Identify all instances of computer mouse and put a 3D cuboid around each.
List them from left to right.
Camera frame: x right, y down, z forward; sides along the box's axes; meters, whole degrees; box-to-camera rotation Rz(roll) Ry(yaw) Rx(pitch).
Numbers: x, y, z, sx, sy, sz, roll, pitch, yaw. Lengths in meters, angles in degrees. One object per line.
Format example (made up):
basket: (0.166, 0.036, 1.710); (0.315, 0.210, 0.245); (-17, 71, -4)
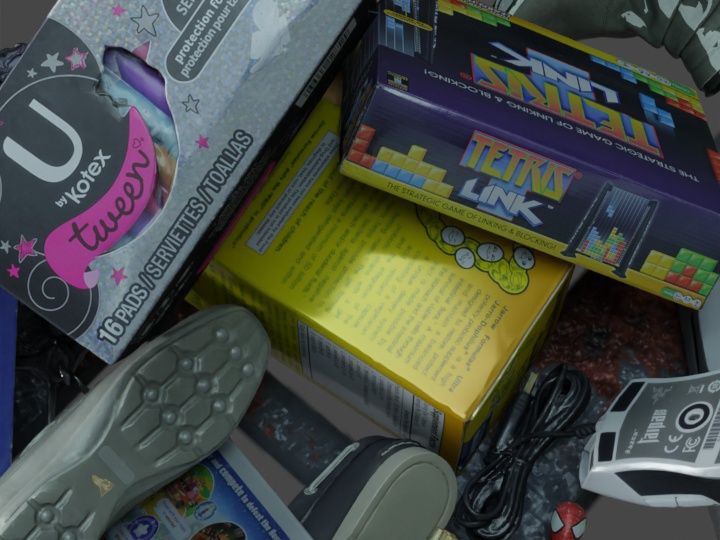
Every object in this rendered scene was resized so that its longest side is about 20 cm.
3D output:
computer mouse: (0.146, 0.090, 0.876); (0.199, 0.044, 0.110); (-7, 40, 43)

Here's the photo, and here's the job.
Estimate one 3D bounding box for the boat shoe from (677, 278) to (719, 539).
boat shoe: (0.212, 0.059, 0.934); (0.069, 0.071, 0.201); (-3, 63, 0)

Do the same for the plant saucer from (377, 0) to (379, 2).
plant saucer: (-0.069, -0.148, 0.959); (0.199, 0.032, 0.201); (-23, 29, 13)

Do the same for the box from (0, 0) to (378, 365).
box: (-0.094, -0.075, 0.808); (0.114, 0.132, 0.201); (34, 94, 0)

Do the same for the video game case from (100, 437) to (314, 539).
video game case: (-0.130, 0.162, 0.880); (0.199, 0.018, 0.143); (-34, 41, -12)

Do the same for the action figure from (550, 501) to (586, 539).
action figure: (0.084, 0.212, 0.885); (0.065, 0.052, 0.201); (13, 67, 10)

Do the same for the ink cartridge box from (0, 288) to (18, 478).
ink cartridge box: (-0.272, 0.016, 0.877); (0.198, 0.041, 0.201); (2, 92, 1)

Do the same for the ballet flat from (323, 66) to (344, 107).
ballet flat: (0.041, -0.060, 0.989); (0.199, 0.069, 0.063); (34, 100, 15)

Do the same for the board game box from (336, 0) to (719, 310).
board game box: (0.089, -0.074, 0.913); (0.199, 0.057, 0.166); (20, 27, -11)

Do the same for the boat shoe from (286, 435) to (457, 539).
boat shoe: (-0.033, 0.166, 0.907); (0.200, 0.073, 0.063); (-48, 33, -11)

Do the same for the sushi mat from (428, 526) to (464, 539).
sushi mat: (0.022, 0.232, 0.861); (0.095, 0.012, 0.201); (30, 84, 27)

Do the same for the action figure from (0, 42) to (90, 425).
action figure: (-0.184, -0.016, 0.945); (0.118, 0.102, 0.201); (-18, 95, -15)

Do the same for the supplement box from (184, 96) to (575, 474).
supplement box: (0.000, 0.000, 0.931); (0.199, 0.109, 0.110); (32, 72, 11)

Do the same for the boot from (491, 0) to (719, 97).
boot: (0.161, -0.145, 1.014); (0.131, 0.068, 0.200); (43, 76, 9)

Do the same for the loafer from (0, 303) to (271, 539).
loafer: (-0.128, 0.089, 0.888); (0.200, 0.070, 0.070); (-42, 112, -20)
